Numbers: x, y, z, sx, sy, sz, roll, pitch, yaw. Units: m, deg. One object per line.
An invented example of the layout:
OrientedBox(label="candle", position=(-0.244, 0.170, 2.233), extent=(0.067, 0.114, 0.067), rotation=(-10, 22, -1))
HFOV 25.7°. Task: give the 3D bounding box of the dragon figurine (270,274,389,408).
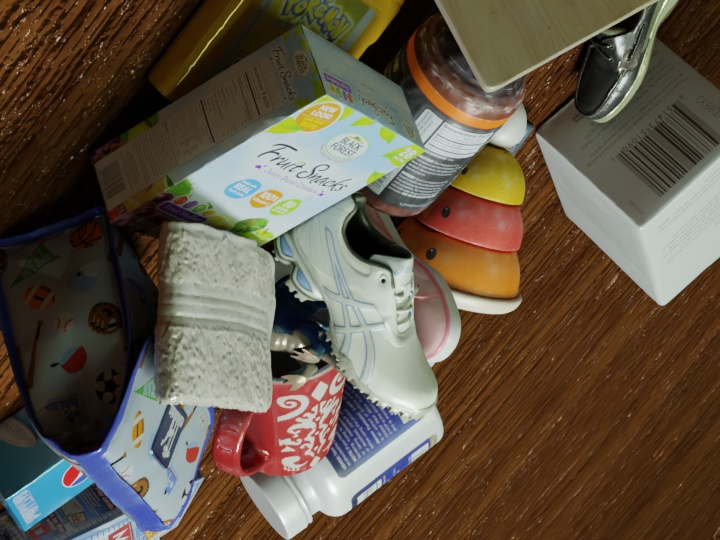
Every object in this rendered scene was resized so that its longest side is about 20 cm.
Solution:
OrientedBox(label="dragon figurine", position=(-0.054, 0.043, 1.346), extent=(0.059, 0.198, 0.100), rotation=(100, 11, -48))

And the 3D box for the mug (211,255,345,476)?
OrientedBox(label="mug", position=(-0.090, 0.108, 1.463), extent=(0.177, 0.134, 0.201), rotation=(-33, 154, -22))

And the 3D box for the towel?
OrientedBox(label="towel", position=(-0.106, 0.040, 1.199), extent=(0.200, 0.034, 0.134), rotation=(19, 71, -73))

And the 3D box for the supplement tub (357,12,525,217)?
OrientedBox(label="supplement tub", position=(0.066, -0.140, 1.308), extent=(0.106, 0.108, 0.200), rotation=(-14, 156, -43))

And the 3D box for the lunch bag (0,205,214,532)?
OrientedBox(label="lunch bag", position=(-0.189, 0.082, 1.194), extent=(0.123, 0.201, 0.170), rotation=(-19, 148, 4))

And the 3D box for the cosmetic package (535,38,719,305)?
OrientedBox(label="cosmetic package", position=(0.309, -0.104, 1.658), extent=(0.165, 0.165, 0.200), rotation=(-41, 151, -5))

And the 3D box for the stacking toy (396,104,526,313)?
OrientedBox(label="stacking toy", position=(0.106, -0.071, 1.482), extent=(0.145, 0.145, 0.202), rotation=(1, 109, -53))

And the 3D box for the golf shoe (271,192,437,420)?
OrientedBox(label="golf shoe", position=(0.015, 0.028, 1.290), extent=(0.097, 0.201, 0.078), rotation=(-31, -172, 35))

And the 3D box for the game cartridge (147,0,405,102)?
OrientedBox(label="game cartridge", position=(-0.048, -0.193, 1.217), extent=(0.200, 0.032, 0.176), rotation=(-49, 151, 12))

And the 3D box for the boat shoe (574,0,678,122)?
OrientedBox(label="boat shoe", position=(0.248, -0.235, 1.517), extent=(0.066, 0.072, 0.202), rotation=(-2, 130, -39))

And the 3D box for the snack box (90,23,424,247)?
OrientedBox(label="snack box", position=(-0.075, -0.090, 1.206), extent=(0.199, 0.068, 0.168), rotation=(-30, 158, 21))

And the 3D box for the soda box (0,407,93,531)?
OrientedBox(label="soda box", position=(-0.231, 0.130, 1.362), extent=(0.199, 0.068, 0.064), rotation=(-35, 150, -17))

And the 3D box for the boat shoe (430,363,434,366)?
OrientedBox(label="boat shoe", position=(0.038, 0.049, 1.605), extent=(0.064, 0.071, 0.200), rotation=(-49, 150, 11))

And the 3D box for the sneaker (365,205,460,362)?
OrientedBox(label="sneaker", position=(0.000, 0.000, 1.366), extent=(0.104, 0.201, 0.076), rotation=(3, 135, -46))

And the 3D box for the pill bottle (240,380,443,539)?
OrientedBox(label="pill bottle", position=(-0.023, 0.184, 1.651), extent=(0.199, 0.120, 0.120), rotation=(-35, 150, -17))

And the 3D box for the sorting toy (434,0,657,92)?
OrientedBox(label="sorting toy", position=(0.130, -0.264, 1.186), extent=(0.198, 0.201, 0.070), rotation=(-29, 178, -3))

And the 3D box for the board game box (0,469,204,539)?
OrientedBox(label="board game box", position=(-0.244, 0.258, 1.520), extent=(0.199, 0.062, 0.201), rotation=(-30, 148, -23))

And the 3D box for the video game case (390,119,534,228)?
OrientedBox(label="video game case", position=(0.075, -0.077, 1.543), extent=(0.201, 0.019, 0.142), rotation=(-53, 150, 17))
